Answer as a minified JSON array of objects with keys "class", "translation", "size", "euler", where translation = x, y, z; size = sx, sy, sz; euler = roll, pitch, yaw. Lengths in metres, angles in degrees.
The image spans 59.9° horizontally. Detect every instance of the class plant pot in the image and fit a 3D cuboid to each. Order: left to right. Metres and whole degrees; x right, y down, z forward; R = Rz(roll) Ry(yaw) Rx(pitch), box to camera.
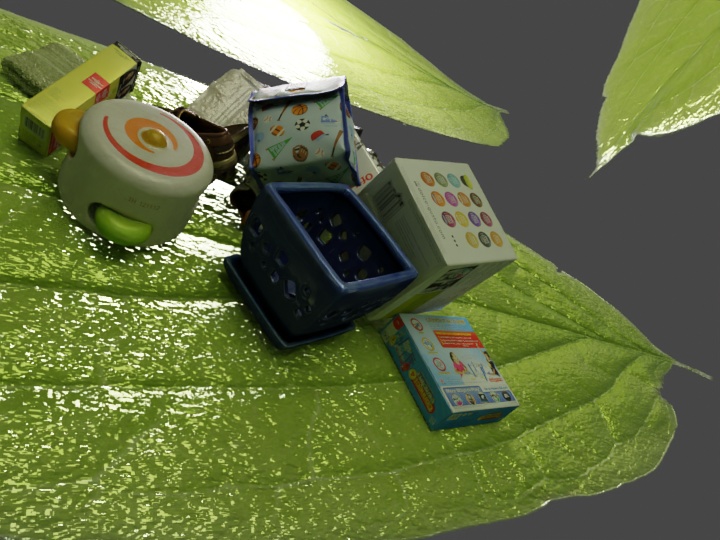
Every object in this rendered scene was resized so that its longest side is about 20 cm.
[{"class":"plant pot","translation":[-0.070,-0.001,0.925],"size":[0.200,0.180,0.200],"euler":[-9,58,-54]}]

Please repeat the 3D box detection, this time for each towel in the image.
[{"class":"towel","translation":[-0.448,-0.282,0.999],"size":[0.200,0.036,0.148],"euler":[38,31,-9]},{"class":"towel","translation":[-0.237,-0.271,1.130],"size":[0.132,0.034,0.200],"euler":[38,66,-4]}]

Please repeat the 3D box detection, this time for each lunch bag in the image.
[{"class":"lunch bag","translation":[-0.095,-0.234,1.032],"size":[0.124,0.170,0.200],"euler":[73,11,-61]}]

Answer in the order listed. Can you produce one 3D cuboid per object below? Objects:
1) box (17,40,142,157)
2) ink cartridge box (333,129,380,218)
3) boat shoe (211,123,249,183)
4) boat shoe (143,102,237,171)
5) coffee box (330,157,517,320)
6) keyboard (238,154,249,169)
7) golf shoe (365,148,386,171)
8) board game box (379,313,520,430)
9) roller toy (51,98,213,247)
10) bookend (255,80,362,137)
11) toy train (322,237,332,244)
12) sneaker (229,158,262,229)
[{"class":"box","translation":[-0.405,-0.253,0.911],"size":[0.050,0.075,0.200],"euler":[38,49,-8]},{"class":"ink cartridge box","translation":[-0.064,-0.195,1.124],"size":[0.200,0.145,0.084],"euler":[60,-1,11]},{"class":"boat shoe","translation":[-0.242,-0.182,1.047],"size":[0.072,0.072,0.200],"euler":[5,38,25]},{"class":"boat shoe","translation":[-0.278,-0.224,0.974],"size":[0.200,0.068,0.072],"euler":[26,48,17]},{"class":"coffee box","translation":[0.103,-0.051,1.074],"size":[0.198,0.200,0.200],"euler":[-5,64,-43]},{"class":"keyboard","translation":[-0.156,-0.168,1.219],"size":[0.200,0.011,0.056],"euler":[35,25,-12]},{"class":"golf shoe","translation":[0.011,-0.201,1.299],"size":[0.094,0.078,0.200],"euler":[25,20,-39]},{"class":"board game box","translation":[0.156,0.171,1.087],"size":[0.200,0.056,0.196],"euler":[8,43,-44]},{"class":"roller toy","translation":[-0.307,-0.140,0.863],"size":[0.200,0.140,0.182],"euler":[49,34,12]},{"class":"bookend","translation":[-0.139,-0.296,1.244],"size":[0.200,0.092,0.199],"euler":[13,17,-43]},{"class":"toy train","translation":[0.000,0.000,1.140],"size":[0.200,0.056,0.150],"euler":[39,42,-12]},{"class":"sneaker","translation":[-0.186,-0.150,1.091],"size":[0.085,0.073,0.200],"euler":[21,37,-36]}]
